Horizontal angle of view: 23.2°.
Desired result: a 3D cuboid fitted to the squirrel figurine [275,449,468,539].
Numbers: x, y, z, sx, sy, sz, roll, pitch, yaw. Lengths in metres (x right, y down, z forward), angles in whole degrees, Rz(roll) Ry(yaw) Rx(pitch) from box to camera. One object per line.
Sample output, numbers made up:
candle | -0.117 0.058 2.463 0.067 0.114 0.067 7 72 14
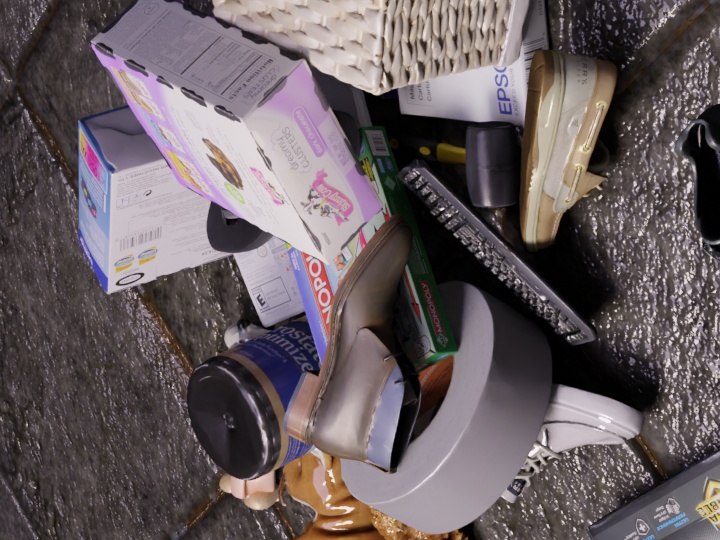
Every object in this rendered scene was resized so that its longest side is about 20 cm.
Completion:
squirrel figurine | 0.014 0.231 1.633 0.199 0.141 0.188 -17 84 37

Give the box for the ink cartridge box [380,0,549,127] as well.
ink cartridge box | 0.062 -0.220 1.406 0.199 0.043 0.197 10 115 44

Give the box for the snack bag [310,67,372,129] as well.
snack bag | -0.058 -0.124 1.536 0.199 0.021 0.190 -5 103 48

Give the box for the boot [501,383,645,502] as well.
boot | 0.145 0.146 1.435 0.200 0.073 0.096 -1 65 56

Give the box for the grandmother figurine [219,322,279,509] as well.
grandmother figurine | -0.109 0.142 1.764 0.121 0.060 0.201 19 124 32

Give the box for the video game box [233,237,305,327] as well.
video game box | -0.058 -0.058 1.616 0.200 0.047 0.183 -22 93 51

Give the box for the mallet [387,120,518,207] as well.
mallet | 0.071 -0.085 1.429 0.200 0.041 0.066 -174 77 -66

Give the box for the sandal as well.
sandal | -0.077 -0.080 1.491 0.200 0.043 0.076 -37 59 42

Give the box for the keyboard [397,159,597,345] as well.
keyboard | 0.105 -0.012 1.417 0.200 0.021 0.127 45 174 -2

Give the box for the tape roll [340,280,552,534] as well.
tape roll | 0.067 0.111 1.446 0.066 0.201 0.200 30 151 -27

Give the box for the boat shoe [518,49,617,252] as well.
boat shoe | 0.156 -0.084 1.335 0.200 0.066 0.074 91 179 -54

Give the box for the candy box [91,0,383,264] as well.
candy box | -0.096 -0.113 1.374 0.200 0.072 0.168 29 158 41

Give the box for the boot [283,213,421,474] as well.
boot | 0.021 0.061 1.387 0.097 0.075 0.201 28 104 19

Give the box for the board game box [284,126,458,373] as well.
board game box | 0.000 0.000 1.462 0.134 0.029 0.201 -33 68 43

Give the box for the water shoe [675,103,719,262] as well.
water shoe | 0.268 -0.018 1.239 0.071 0.079 0.201 -10 100 50

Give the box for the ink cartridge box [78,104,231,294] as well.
ink cartridge box | -0.182 -0.063 1.592 0.076 0.136 0.200 57 153 32

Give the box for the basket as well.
basket | 0.010 -0.258 1.294 0.200 0.160 0.199 31 127 38

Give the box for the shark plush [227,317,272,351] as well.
shark plush | -0.077 0.125 1.676 0.090 0.083 0.201 8 139 22

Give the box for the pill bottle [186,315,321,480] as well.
pill bottle | -0.047 0.099 1.557 0.112 0.200 0.112 24 125 39

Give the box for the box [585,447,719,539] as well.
box | 0.284 0.228 1.365 0.159 0.046 0.200 59 140 9
